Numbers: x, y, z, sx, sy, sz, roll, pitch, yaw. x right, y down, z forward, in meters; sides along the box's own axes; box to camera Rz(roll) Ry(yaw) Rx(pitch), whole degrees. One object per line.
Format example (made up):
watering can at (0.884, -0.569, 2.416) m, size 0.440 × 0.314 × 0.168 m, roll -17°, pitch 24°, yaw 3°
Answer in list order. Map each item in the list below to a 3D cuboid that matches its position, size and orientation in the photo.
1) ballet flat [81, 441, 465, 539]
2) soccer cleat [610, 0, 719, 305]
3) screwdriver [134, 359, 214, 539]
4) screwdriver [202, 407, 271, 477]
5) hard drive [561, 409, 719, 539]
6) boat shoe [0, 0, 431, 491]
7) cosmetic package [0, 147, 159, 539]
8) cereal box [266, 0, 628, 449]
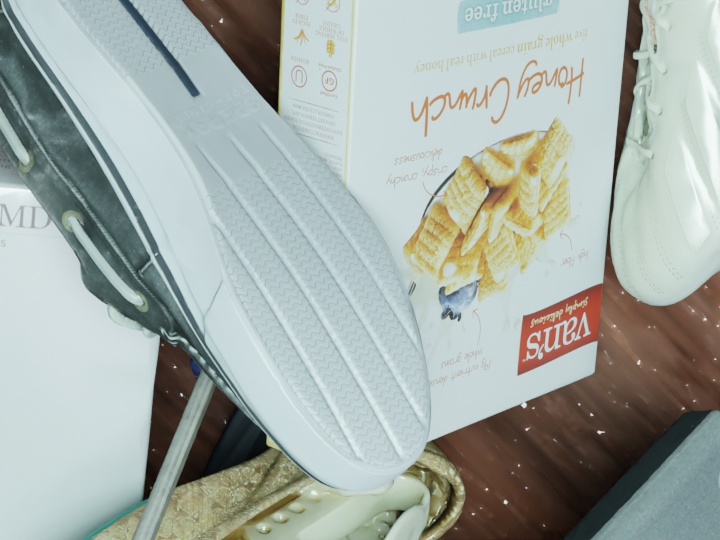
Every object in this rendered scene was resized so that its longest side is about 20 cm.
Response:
ballet flat at (-0.035, 0.100, 0.780) m, size 0.200 × 0.065 × 0.071 m, roll -31°, pitch 134°, yaw -42°
soccer cleat at (0.120, -0.087, 0.792) m, size 0.077 × 0.069 × 0.201 m, roll 16°, pitch 99°, yaw -32°
screwdriver at (-0.054, 0.041, 0.744) m, size 0.028 × 0.200 × 0.029 m, roll -6°, pitch 121°, yaw 20°
screwdriver at (0.000, 0.000, 0.830) m, size 0.029 × 0.028 × 0.201 m, roll 18°, pitch 107°, yaw -44°
hard drive at (0.092, 0.164, 0.771) m, size 0.200 × 0.033 × 0.140 m, roll -43°, pitch 103°, yaw -21°
boat shoe at (-0.051, -0.012, 0.710) m, size 0.071 × 0.072 × 0.200 m, roll -44°, pitch 74°, yaw 41°
cosmetic package at (-0.128, 0.052, 0.800) m, size 0.112 × 0.081 × 0.201 m, roll 3°, pitch 109°, yaw -8°
cereal box at (0.032, -0.045, 0.771) m, size 0.144 × 0.039 × 0.201 m, roll -18°, pitch 117°, yaw -45°
